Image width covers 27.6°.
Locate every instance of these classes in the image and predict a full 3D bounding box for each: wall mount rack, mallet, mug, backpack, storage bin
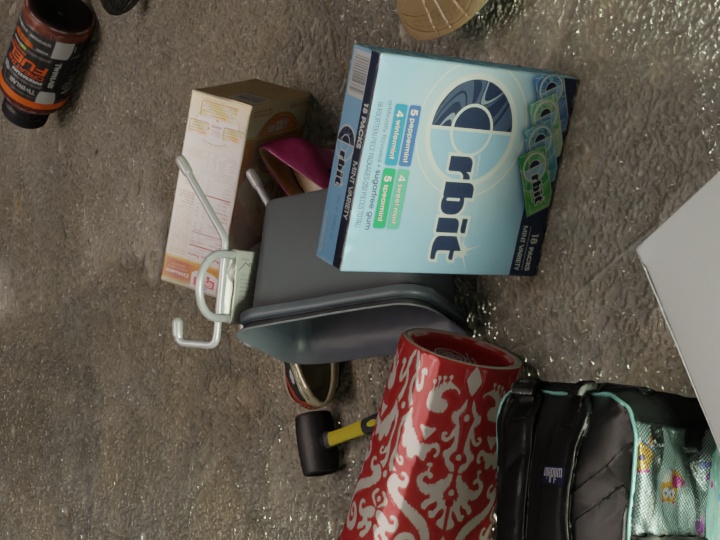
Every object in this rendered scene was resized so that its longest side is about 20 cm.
[{"bbox_3d":[-0.117,-0.014,1.389,0.074,0.199,0.176,4,89,30],"label":"wall mount rack"},{"bbox_3d":[-0.002,0.145,1.443,0.200,0.041,0.067,-36,62,47],"label":"mallet"},{"bbox_3d":[0.051,0.155,1.269,0.177,0.132,0.203,27,108,49],"label":"mug"},{"bbox_3d":[0.179,0.186,1.038,0.175,0.152,0.203,-5,75,60],"label":"backpack"},{"bbox_3d":[0.000,0.000,1.342,0.198,0.145,0.136,-9,68,28],"label":"storage bin"}]

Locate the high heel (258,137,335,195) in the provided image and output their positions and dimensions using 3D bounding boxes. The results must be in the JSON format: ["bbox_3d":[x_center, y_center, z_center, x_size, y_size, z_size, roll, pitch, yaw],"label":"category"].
[{"bbox_3d":[-0.035,-0.049,1.445,0.067,0.095,0.202,-49,49,45],"label":"high heel"}]

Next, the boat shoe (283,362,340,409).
[{"bbox_3d":[-0.056,0.040,1.491,0.063,0.070,0.203,168,96,-75],"label":"boat shoe"}]

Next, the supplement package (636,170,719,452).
[{"bbox_3d":[0.288,0.030,0.912,0.156,0.110,0.202,-49,50,45],"label":"supplement package"}]

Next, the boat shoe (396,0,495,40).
[{"bbox_3d":[0.107,-0.264,1.260,0.200,0.064,0.072,-39,77,47],"label":"boat shoe"}]

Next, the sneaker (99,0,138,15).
[{"bbox_3d":[-0.319,-0.436,1.958,0.088,0.076,0.203,169,106,-70],"label":"sneaker"}]

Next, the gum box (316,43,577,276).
[{"bbox_3d":[0.071,-0.084,1.181,0.044,0.198,0.172,30,114,54],"label":"gum box"}]

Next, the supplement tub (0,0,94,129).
[{"bbox_3d":[-0.462,-0.302,2.133,0.201,0.106,0.108,-60,42,38],"label":"supplement tub"}]

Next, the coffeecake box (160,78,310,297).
[{"bbox_3d":[-0.130,-0.089,1.538,0.072,0.153,0.202,17,106,17],"label":"coffeecake box"}]
